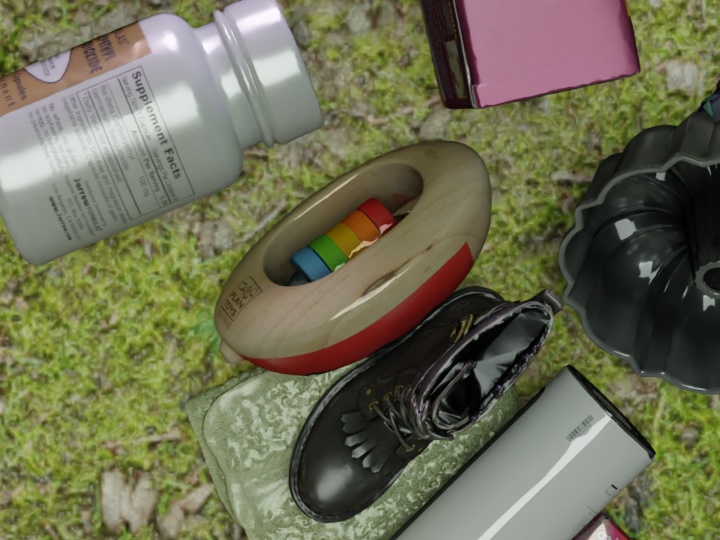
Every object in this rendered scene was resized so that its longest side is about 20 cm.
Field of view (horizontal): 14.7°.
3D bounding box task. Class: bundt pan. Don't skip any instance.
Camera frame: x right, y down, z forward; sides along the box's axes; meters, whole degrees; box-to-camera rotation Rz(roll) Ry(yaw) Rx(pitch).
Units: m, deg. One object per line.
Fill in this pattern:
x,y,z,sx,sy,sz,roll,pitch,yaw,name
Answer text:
0.225,-0.018,1.715,0.202,0.076,0.202,8,135,8,bundt pan

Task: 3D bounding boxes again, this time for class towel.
0.004,0.105,1.765,0.200,0.036,0.149,-27,95,-2,towel

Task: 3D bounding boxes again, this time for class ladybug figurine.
0.000,0.000,1.720,0.200,0.136,0.072,-35,122,-4,ladybug figurine

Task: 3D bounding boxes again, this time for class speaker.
0.085,0.155,1.722,0.081,0.081,0.200,44,96,-5,speaker

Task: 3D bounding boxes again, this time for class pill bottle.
-0.131,-0.091,1.699,0.200,0.114,0.115,-23,94,-3,pill bottle

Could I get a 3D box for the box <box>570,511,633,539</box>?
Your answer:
0.113,0.251,1.750,0.100,0.095,0.200,44,89,-5,box

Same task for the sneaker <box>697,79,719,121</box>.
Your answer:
0.246,-0.120,1.754,0.087,0.074,0.200,-1,94,1,sneaker

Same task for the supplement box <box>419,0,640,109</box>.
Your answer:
0.093,-0.168,1.675,0.103,0.200,0.131,-12,95,-2,supplement box

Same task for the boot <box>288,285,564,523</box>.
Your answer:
0.034,0.079,1.660,0.069,0.174,0.200,42,90,-6,boot
